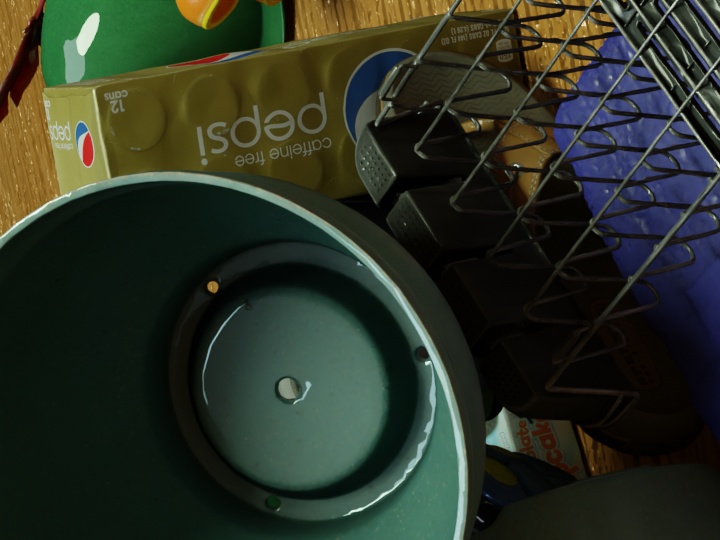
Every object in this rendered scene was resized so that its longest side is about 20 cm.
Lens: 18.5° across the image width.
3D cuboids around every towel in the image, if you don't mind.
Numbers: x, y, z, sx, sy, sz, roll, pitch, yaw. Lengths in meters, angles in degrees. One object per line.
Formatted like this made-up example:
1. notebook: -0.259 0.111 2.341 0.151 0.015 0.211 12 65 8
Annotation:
1. towel: 0.152 -0.016 0.790 0.200 0.050 0.148 64 145 24

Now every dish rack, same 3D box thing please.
1. dish rack: 0.080 -0.054 0.789 0.153 0.055 0.200 58 133 28

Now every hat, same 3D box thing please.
1. hat: -0.155 -0.108 1.149 0.166 0.176 0.200 23 133 34

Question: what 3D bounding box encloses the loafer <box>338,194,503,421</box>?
1. loafer: 0.000 0.000 0.989 0.200 0.072 0.063 37 136 43

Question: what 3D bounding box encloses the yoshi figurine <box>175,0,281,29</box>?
1. yoshi figurine: -0.110 -0.217 1.084 0.200 0.112 0.112 40 169 15

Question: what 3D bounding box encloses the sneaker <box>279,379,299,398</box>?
1. sneaker: -0.027 -0.008 1.116 0.079 0.074 0.200 35 139 57

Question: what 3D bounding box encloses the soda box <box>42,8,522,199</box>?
1. soda box: -0.029 -0.063 0.945 0.064 0.200 0.068 8 110 62

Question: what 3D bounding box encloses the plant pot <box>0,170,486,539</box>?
1. plant pot: -0.041 0.054 0.811 0.200 0.134 0.200 3 101 17

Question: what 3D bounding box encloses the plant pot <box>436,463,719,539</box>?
1. plant pot: 0.107 0.190 0.834 0.200 0.200 0.196 123 137 -56

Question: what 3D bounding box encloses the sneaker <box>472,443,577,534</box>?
1. sneaker: 0.031 0.118 0.960 0.200 0.071 0.083 -25 50 62

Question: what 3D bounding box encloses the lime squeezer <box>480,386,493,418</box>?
1. lime squeezer: -0.010 0.114 0.919 0.200 0.038 0.071 -38 51 51

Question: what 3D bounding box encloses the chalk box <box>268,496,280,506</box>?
1. chalk box: -0.044 0.160 1.177 0.124 0.125 0.200 53 145 38

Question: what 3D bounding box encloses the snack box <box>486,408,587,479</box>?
1. snack box: 0.049 0.060 1.036 0.116 0.037 0.200 -25 80 62

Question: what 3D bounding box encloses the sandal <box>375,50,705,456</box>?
1. sandal: 0.078 -0.017 0.889 0.200 0.082 0.055 61 151 26
